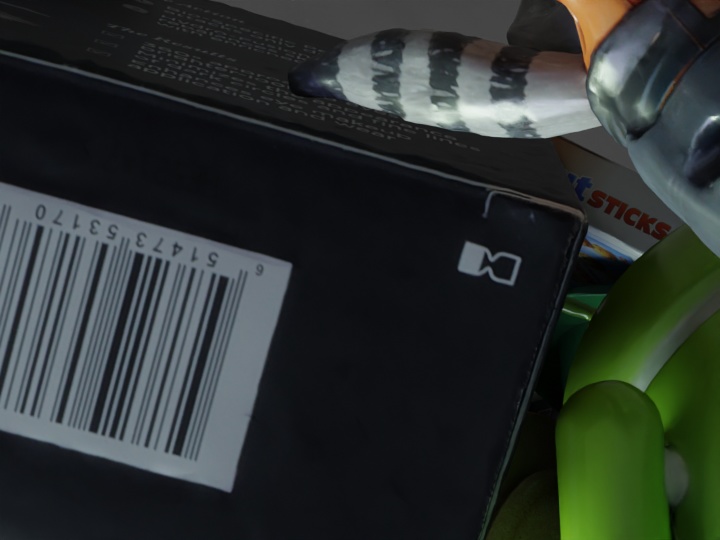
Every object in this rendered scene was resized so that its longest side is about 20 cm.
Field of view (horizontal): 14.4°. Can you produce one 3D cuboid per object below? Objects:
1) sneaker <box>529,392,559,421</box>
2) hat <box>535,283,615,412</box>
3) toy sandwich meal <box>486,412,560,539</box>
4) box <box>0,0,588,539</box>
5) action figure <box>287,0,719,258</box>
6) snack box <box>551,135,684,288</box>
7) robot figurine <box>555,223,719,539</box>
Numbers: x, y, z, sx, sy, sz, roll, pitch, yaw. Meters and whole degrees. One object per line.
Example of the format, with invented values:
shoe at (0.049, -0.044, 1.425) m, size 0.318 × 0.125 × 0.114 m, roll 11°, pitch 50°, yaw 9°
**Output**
sneaker at (0.000, 0.000, 0.990) m, size 0.200 × 0.067 × 0.090 m, roll 51°, pitch 135°, yaw 17°
hat at (0.101, 0.117, 0.820) m, size 0.165 × 0.177 × 0.200 m, roll 31°, pitch 160°, yaw -24°
toy sandwich meal at (0.042, 0.149, 0.894) m, size 0.070 × 0.206 × 0.205 m, roll -2°, pitch 151°, yaw 23°
box at (-0.057, -0.005, 0.723) m, size 0.196 × 0.118 × 0.200 m, roll 16°, pitch -168°, yaw -3°
action figure at (0.085, -0.025, 0.593) m, size 0.193 × 0.105 × 0.200 m, roll 37°, pitch 170°, yaw 38°
snack box at (0.088, 0.018, 0.902) m, size 0.072 × 0.024 × 0.200 m, roll 29°, pitch 166°, yaw 27°
robot figurine at (0.126, 0.058, 0.688) m, size 0.175 × 0.116 × 0.200 m, roll -1°, pitch -145°, yaw -34°
